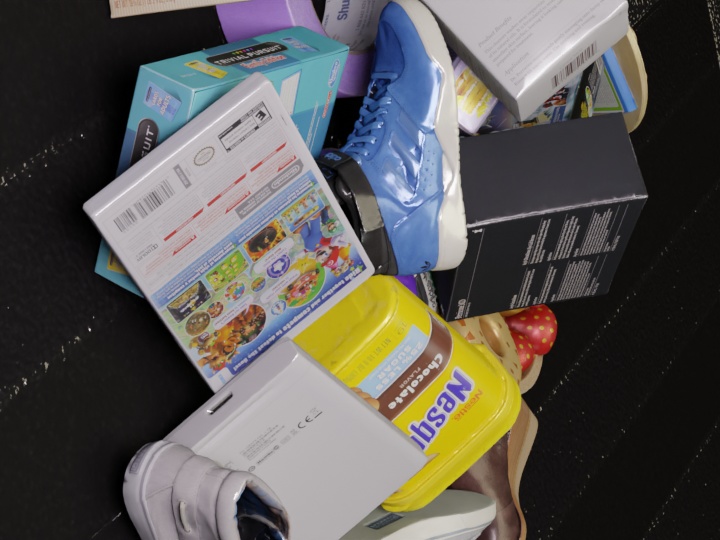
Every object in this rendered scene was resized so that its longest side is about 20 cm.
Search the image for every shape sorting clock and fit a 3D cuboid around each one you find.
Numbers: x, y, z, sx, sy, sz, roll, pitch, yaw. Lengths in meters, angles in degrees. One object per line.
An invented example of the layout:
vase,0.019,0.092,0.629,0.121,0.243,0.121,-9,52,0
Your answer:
shape sorting clock,0.196,-0.212,1.758,0.039,0.200,0.200,-33,121,-23

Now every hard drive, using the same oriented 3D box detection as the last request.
hard drive,-0.049,0.136,1.390,0.200,0.132,0.027,43,8,-50

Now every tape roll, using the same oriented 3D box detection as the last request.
tape roll,-0.034,-0.232,1.477,0.200,0.066,0.201,6,83,-58

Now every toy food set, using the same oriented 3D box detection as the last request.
toy food set,0.108,0.013,1.674,0.200,0.049,0.198,-9,77,-58

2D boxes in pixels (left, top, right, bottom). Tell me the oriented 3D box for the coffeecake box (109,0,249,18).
coffeecake box,-0.101,-0.278,1.279,0.073,0.153,0.201,-22,107,-58

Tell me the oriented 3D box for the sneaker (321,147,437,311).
sneaker,0.001,0.000,1.519,0.100,0.069,0.200,-58,135,-40

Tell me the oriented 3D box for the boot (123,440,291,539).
boot,-0.088,0.199,1.308,0.074,0.095,0.200,-57,145,-30

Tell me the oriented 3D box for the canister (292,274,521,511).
canister,0.017,0.090,1.481,0.149,0.087,0.200,-43,139,6

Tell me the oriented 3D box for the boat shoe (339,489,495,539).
boat shoe,0.034,0.230,1.560,0.201,0.070,0.072,-14,110,-45

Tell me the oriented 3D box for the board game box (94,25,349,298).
board game box,-0.093,-0.080,1.329,0.200,0.047,0.151,-25,136,-57

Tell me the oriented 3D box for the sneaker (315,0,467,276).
sneaker,0.008,-0.093,1.378,0.111,0.077,0.200,-9,99,-20

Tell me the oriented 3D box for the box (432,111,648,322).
box,0.132,-0.038,1.499,0.200,0.141,0.079,96,-19,-68

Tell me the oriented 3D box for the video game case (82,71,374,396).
video game case,-0.082,-0.020,1.273,0.143,0.018,0.200,-39,136,-9

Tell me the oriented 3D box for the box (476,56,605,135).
box,0.127,-0.130,1.642,0.200,0.137,0.040,-69,143,-52

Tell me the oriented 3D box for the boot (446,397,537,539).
boot,0.078,0.171,1.667,0.166,0.072,0.200,38,57,-38

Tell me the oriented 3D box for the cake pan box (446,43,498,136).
cake pan box,0.098,-0.193,1.538,0.052,0.200,0.184,37,85,-12

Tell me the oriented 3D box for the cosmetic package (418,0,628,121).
cosmetic package,0.090,-0.221,1.404,0.200,0.113,0.081,50,0,12
